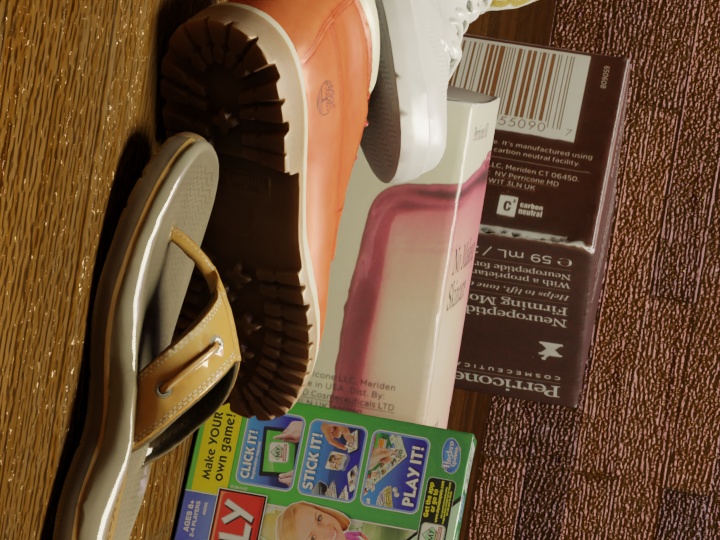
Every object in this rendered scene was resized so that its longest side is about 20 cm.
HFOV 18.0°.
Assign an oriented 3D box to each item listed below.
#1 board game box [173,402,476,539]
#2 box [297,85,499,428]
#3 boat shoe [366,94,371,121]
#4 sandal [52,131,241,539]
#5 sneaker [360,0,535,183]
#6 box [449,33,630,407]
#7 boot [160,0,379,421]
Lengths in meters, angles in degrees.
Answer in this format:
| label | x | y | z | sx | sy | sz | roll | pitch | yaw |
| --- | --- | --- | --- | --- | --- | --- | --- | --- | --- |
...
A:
| label | x | y | z | sx | sy | sz | roll | pitch | yaw |
| --- | --- | --- | --- | --- | --- | --- | --- | --- | --- |
| board game box | -0.028 | 0.165 | 1.083 | 0.029 | 0.134 | 0.201 | 71 | 30 | -75 |
| box | 0.000 | 0.000 | 1.175 | 0.128 | 0.109 | 0.201 | -35 | 135 | -79 |
| boat shoe | -0.028 | -0.080 | 1.034 | 0.072 | 0.065 | 0.201 | 48 | 52 | -80 |
| sandal | -0.076 | 0.047 | 0.883 | 0.080 | 0.054 | 0.201 | 63 | 37 | -77 |
| sneaker | 0.046 | -0.131 | 1.092 | 0.074 | 0.115 | 0.201 | 121 | -34 | -55 |
| box | 0.088 | -0.036 | 1.554 | 0.200 | 0.165 | 0.165 | 87 | 14 | -56 |
| boot | -0.030 | -0.033 | 0.966 | 0.107 | 0.075 | 0.201 | -45 | 147 | -50 |
